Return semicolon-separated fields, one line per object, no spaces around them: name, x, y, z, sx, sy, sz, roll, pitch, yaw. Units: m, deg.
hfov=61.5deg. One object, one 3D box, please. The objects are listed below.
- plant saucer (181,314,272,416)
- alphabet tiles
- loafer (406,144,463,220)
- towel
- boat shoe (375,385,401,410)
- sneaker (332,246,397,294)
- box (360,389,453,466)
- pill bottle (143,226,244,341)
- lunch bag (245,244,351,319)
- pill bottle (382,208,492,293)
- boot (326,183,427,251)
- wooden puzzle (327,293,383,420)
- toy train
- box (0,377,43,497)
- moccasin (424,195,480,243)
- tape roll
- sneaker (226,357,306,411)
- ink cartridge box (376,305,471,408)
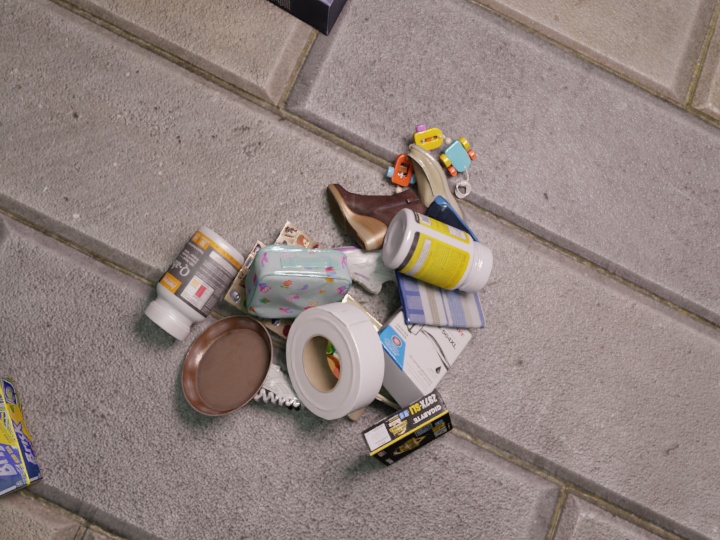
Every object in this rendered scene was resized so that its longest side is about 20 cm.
plant saucer;-0.253;0.185;1.170;0.193;0.035;0.206;-10;58;15
alphabet tiles;-0.159;0.013;1.232;0.165;0.007;0.204;34;77;-22
loafer;0.148;-0.167;1.266;0.067;0.076;0.203;-35;110;-5
towel;0.158;0.045;1.208;0.194;0.024;0.151;6;57;-28
boat shoe;0.085;0.244;1.205;0.195;0.062;0.073;22;81;-18
sneaker;0.000;0.000;1.243;0.192;0.075;0.104;-2;93;-6
box;0.093;0.299;1.131;0.156;0.201;0.050;-30;65;-2
pill bottle;-0.326;0.026;1.186;0.115;0.116;0.203;34;78;1
lunch bag;-0.116;0.021;1.159;0.193;0.162;0.079;2;53;-23
pill bottle;0.149;-0.032;1.162;0.194;0.114;0.118;20;78;-19
boot;0.035;-0.132;1.266;0.163;0.074;0.201;-25;57;-20
wooden puzzle;-0.025;0.169;1.235;0.199;0.037;0.186;41;78;1
toy train;0.152;-0.234;1.318;0.193;0.056;0.155;10;105;-15
box;-0.664;0.309;1.128;0.068;0.064;0.206;-20;84;-9
moccasin;0.192;-0.074;1.256;0.068;0.081;0.200;-41;122;7
tape roll;-0.050;0.165;1.122;0.070;0.199;0.209;-7;78;-47
sneaker;-0.164;0.226;1.196;0.193;0.075;0.084;14;70;-4
ink cartridge box;0.110;0.145;1.184;0.147;0.084;0.200;47;48;1
